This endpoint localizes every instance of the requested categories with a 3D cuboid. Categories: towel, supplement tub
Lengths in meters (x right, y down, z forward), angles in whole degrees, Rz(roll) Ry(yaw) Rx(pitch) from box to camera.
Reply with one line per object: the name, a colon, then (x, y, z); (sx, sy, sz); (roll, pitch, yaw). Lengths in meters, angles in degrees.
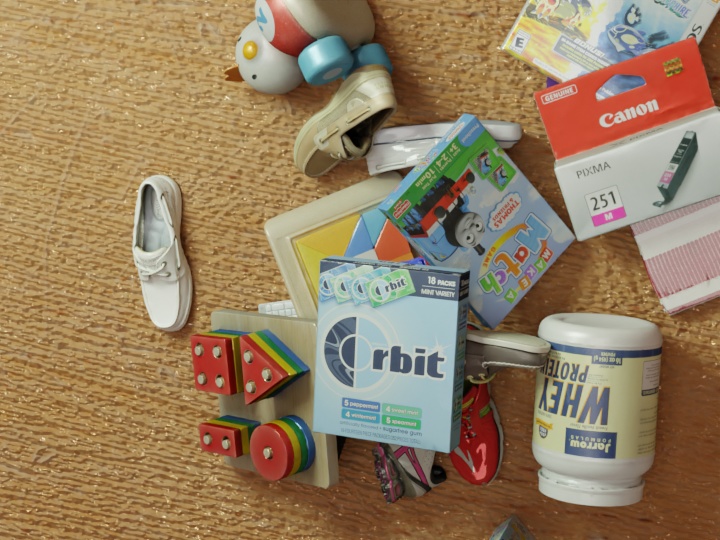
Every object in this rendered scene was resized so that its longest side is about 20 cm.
towel: (0.384, -0.066, 1.611); (0.143, 0.023, 0.202); (-22, 91, 14)
supplement tub: (0.271, 0.158, 1.597); (0.143, 0.145, 0.203); (4, 96, 15)

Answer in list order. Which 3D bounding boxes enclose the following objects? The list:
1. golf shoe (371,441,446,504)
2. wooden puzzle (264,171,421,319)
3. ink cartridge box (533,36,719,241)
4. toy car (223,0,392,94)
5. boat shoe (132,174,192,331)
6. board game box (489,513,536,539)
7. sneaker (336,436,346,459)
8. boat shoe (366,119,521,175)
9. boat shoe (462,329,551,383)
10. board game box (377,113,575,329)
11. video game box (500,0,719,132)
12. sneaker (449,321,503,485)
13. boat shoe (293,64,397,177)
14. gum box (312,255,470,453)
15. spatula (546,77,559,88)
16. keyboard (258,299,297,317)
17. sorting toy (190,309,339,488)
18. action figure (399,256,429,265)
golf shoe: (0.055, 0.189, 1.674); (0.091, 0.073, 0.202); (-14, 125, -6)
wooden puzzle: (0.000, 0.000, 1.680); (0.183, 0.037, 0.202); (-22, 87, -8)
ink cartridge box: (0.314, -0.148, 1.570); (0.198, 0.044, 0.175); (-18, 104, 13)
toy car: (-0.097, -0.274, 1.657); (0.199, 0.176, 0.186); (-32, 76, 28)
boat shoe: (-0.262, -0.019, 1.767); (0.070, 0.069, 0.203); (-5, 94, 14)
board game box: (0.224, 0.393, 1.637); (0.034, 0.134, 0.201); (-41, 84, 15)
sneaker: (-0.002, 0.159, 1.711); (0.114, 0.075, 0.203); (5, 95, 12)
boat shoe: (0.100, -0.145, 1.662); (0.198, 0.073, 0.066); (-1, 99, 26)
boat shoe: (0.126, 0.097, 1.590); (0.198, 0.072, 0.060); (6, 93, 31)
board game box: (0.137, -0.055, 1.603); (0.151, 0.037, 0.200); (-47, 112, -8)
video game box: (0.290, -0.286, 1.586); (0.198, 0.047, 0.184); (29, 100, -1)
sneaker: (0.124, 0.164, 1.669); (0.076, 0.085, 0.203); (-7, 93, 17)
boat shoe: (-0.020, -0.161, 1.645); (0.200, 0.071, 0.065); (-49, 57, 50)
gum box: (0.034, 0.093, 1.565); (0.168, 0.044, 0.203); (6, 100, 21)
spatula: (0.249, -0.299, 1.625); (0.056, 0.021, 0.203); (1, 94, 7)
keyboard: (-0.089, 0.140, 1.765); (0.056, 0.011, 0.203); (-7, 93, 16)
sorting toy: (-0.125, 0.159, 1.693); (0.197, 0.069, 0.203); (4, 102, 44)
action figure: (0.054, -0.026, 1.640); (0.197, 0.065, 0.100); (-13, 100, -9)
